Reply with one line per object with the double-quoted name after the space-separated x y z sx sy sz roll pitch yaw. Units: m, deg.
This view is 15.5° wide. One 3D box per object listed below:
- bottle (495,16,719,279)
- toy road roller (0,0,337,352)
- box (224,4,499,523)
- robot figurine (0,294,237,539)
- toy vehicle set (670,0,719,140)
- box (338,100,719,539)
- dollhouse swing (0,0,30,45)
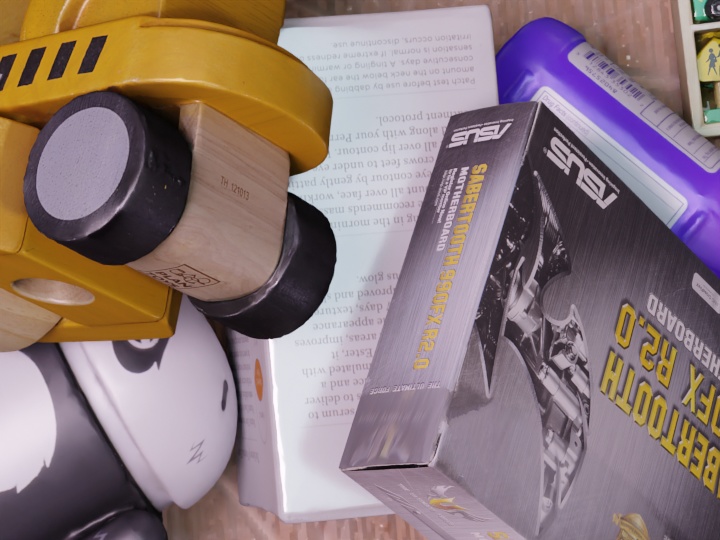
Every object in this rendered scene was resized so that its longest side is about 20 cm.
0.137 -0.027 1.155 0.200 0.084 0.065 40 99 7 "bottle"
-0.102 -0.054 1.012 0.199 0.123 0.147 -7 67 36 "toy road roller"
0.000 0.000 1.122 0.106 0.152 0.201 -5 89 -9 "box"
-0.150 0.075 1.133 0.200 0.125 0.151 -29 91 -2 "robot figurine"
0.239 -0.131 1.200 0.199 0.027 0.125 -7 88 -2 "toy vehicle set"
0.087 0.053 1.042 0.200 0.048 0.159 41 55 -38 "box"
-0.217 -0.119 1.085 0.200 0.182 0.176 -34 68 0 "dollhouse swing"
